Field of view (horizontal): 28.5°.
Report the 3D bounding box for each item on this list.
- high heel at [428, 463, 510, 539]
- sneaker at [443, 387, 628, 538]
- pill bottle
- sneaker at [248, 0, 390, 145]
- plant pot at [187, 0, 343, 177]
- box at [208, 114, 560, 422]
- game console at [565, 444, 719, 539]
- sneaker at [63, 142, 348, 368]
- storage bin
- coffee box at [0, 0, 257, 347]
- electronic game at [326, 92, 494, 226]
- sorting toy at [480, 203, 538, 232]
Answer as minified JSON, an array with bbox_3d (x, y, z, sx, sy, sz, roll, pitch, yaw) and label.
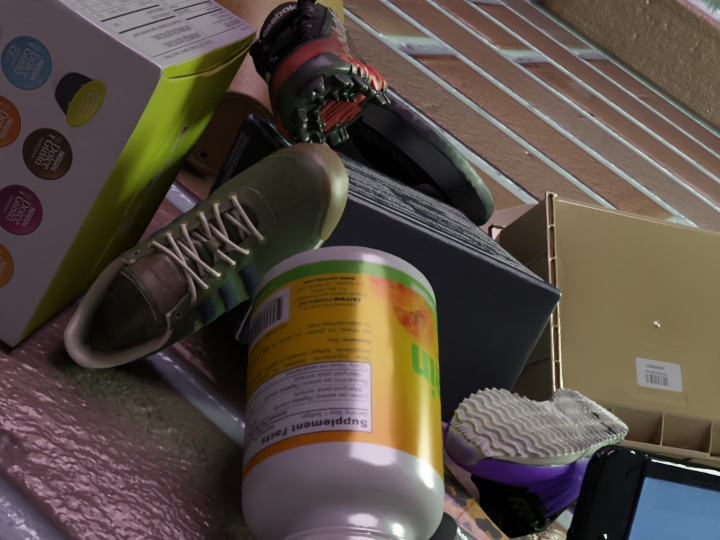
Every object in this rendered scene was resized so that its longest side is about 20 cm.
[{"bbox_3d":[0.050,0.164,0.899,0.143,0.071,0.200,46,-1,-32],"label":"high heel"},{"bbox_3d":[0.108,0.137,0.947,0.070,0.100,0.200,38,17,30],"label":"sneaker"},{"bbox_3d":[-0.009,0.096,0.793,0.111,0.111,0.200,22,48,-27],"label":"pill bottle"},{"bbox_3d":[-0.037,-0.136,0.953,0.098,0.071,0.200,52,9,0],"label":"sneaker"},{"bbox_3d":[-0.110,-0.177,1.275,0.186,0.186,0.200,25,37,-20],"label":"plant pot"},{"bbox_3d":[0.000,0.000,1.011,0.200,0.123,0.198,23,9,-22],"label":"box"},{"bbox_3d":[0.233,0.221,0.931,0.200,0.171,0.118,16,0,-38],"label":"game console"},{"bbox_3d":[-0.097,0.000,0.842,0.067,0.200,0.090,55,27,3],"label":"sneaker"},{"bbox_3d":[0.212,0.057,1.131,0.200,0.094,0.199,11,66,-21],"label":"storage bin"},{"bbox_3d":[-0.215,-0.109,0.897,0.198,0.200,0.200,33,19,1],"label":"coffee box"},{"bbox_3d":[0.028,-0.103,1.183,0.200,0.042,0.200,37,-10,8],"label":"electronic game"},{"bbox_3d":[0.091,-0.022,1.304,0.180,0.107,0.200,29,20,14],"label":"sorting toy"}]
